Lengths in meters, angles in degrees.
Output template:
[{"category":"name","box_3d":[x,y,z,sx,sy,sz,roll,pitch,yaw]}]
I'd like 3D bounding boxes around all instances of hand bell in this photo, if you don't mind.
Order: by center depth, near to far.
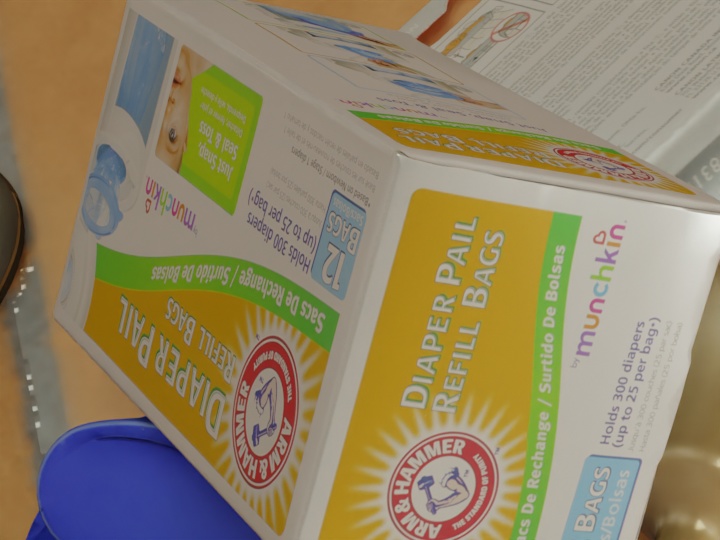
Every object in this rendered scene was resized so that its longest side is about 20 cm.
[{"category":"hand bell","box_3d":[0.086,0.096,0.738,0.103,0.105,0.201,21,54,15]}]

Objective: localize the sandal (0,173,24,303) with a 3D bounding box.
[{"category":"sandal","box_3d":[-0.173,0.042,0.848,0.081,0.055,0.201,22,71,15]}]

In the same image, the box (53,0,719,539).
[{"category":"box","box_3d":[0.000,0.000,0.720,0.101,0.200,0.113,8,103,-27]}]

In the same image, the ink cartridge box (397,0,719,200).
[{"category":"ink cartridge box","box_3d":[0.086,-0.067,0.833,0.162,0.200,0.057,-42,111,-12]}]

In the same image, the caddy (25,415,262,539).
[{"category":"caddy","box_3d":[-0.030,0.127,0.770,0.199,0.105,0.142,35,99,19]}]
